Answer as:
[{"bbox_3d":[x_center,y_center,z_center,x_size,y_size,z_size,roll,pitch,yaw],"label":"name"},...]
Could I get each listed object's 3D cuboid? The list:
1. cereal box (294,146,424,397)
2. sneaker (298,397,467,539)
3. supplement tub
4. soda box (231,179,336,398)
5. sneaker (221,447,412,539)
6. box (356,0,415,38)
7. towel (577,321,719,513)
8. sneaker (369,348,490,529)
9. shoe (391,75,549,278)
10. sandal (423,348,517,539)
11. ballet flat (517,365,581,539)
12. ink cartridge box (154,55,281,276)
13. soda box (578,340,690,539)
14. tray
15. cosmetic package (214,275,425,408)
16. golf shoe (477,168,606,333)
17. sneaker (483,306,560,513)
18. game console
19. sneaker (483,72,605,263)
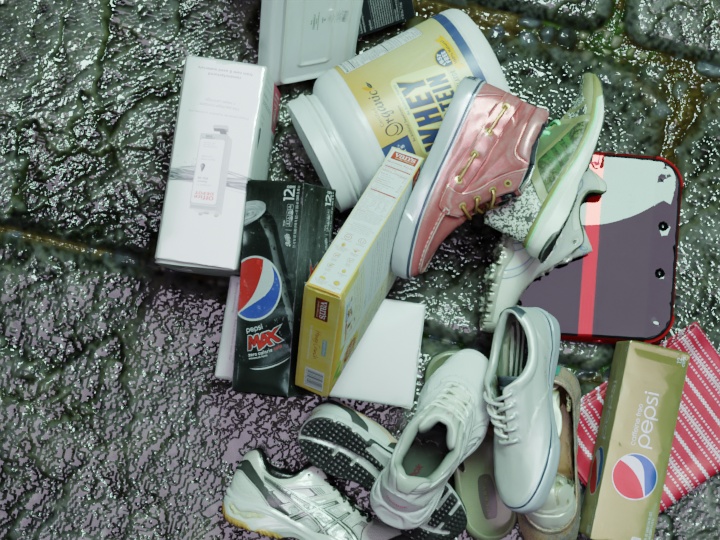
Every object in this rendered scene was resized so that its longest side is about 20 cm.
[{"bbox_3d":[0.000,0.000,1.221,0.039,0.144,0.200,20,48,12],"label":"cereal box"},{"bbox_3d":[0.029,0.196,1.328,0.200,0.080,0.074,40,107,-9],"label":"sneaker"},{"bbox_3d":[0.040,-0.157,1.319,0.199,0.144,0.145,-28,87,-3],"label":"supplement tub"},{"bbox_3d":[-0.072,0.017,1.247,0.063,0.071,0.201,4,89,26],"label":"soda box"},{"bbox_3d":[-0.036,0.236,1.324,0.199,0.076,0.088,17,86,-1],"label":"sneaker"},{"bbox_3d":[-0.033,-0.314,1.295,0.141,0.200,0.079,-22,60,-4],"label":"box"},{"bbox_3d":[0.308,0.165,1.365,0.200,0.022,0.145,-34,88,-4],"label":"towel"},{"bbox_3d":[0.082,0.149,1.253,0.078,0.099,0.200,26,57,5],"label":"sneaker"},{"bbox_3d":[0.102,-0.073,1.228,0.091,0.071,0.201,24,98,12],"label":"shoe"},{"bbox_3d":[0.121,0.176,1.341,0.079,0.057,0.202,-15,87,-3],"label":"sandal"},{"bbox_3d":[0.187,0.196,1.317,0.068,0.067,0.201,-1,89,11],"label":"ballet flat"},{"bbox_3d":[-0.139,-0.096,1.309,0.082,0.147,0.201,8,87,2],"label":"ink cartridge box"},{"bbox_3d":[0.273,0.173,1.318,0.064,0.068,0.201,12,86,-1],"label":"soda box"},{"bbox_3d":[-0.045,-0.250,1.295,0.107,0.200,0.022,-14,59,-16],"label":"tray"},{"bbox_3d":[-0.040,0.072,1.331,0.199,0.085,0.108,10,86,-1],"label":"cosmetic package"},{"bbox_3d":[0.185,-0.022,1.331,0.097,0.078,0.201,22,88,0],"label":"golf shoe"},{"bbox_3d":[0.147,0.132,1.273,0.071,0.073,0.201,15,72,-43],"label":"sneaker"},{"bbox_3d":[0.245,-0.026,1.376,0.176,0.031,0.201,4,85,5],"label":"game console"},{"bbox_3d":[0.178,-0.112,1.278,0.088,0.077,0.201,22,73,3],"label":"sneaker"}]
